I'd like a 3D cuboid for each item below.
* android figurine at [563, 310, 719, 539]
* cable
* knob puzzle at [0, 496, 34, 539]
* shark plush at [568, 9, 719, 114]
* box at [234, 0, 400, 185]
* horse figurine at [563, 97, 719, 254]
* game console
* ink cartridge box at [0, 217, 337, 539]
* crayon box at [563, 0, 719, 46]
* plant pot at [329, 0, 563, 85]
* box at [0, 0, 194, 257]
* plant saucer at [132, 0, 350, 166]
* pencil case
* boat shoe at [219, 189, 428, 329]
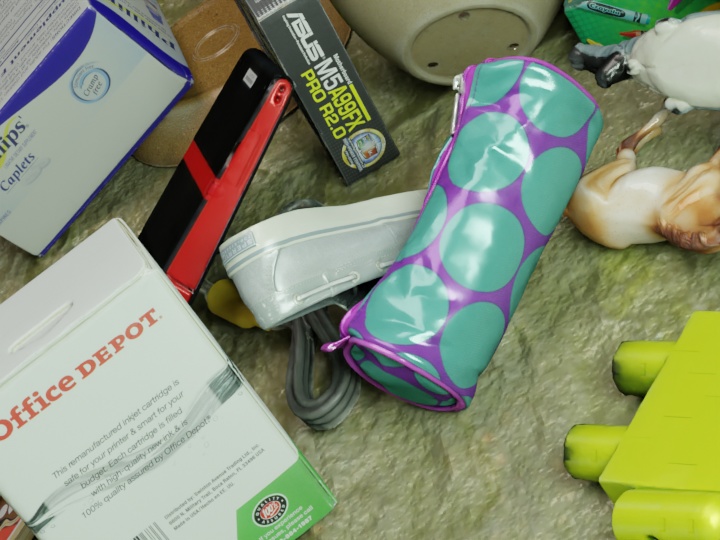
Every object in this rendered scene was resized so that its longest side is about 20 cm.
[{"bbox_3d":[0.200,0.073,1.257,0.199,0.041,0.182,1,46,46],"label":"android figurine"},{"bbox_3d":[-0.031,0.027,1.534,0.097,0.050,0.200,-38,43,-2],"label":"cable"},{"bbox_3d":[-0.230,0.123,1.515,0.219,0.030,0.221,-42,30,30],"label":"knob puzzle"},{"bbox_3d":[0.209,-0.114,1.442,0.199,0.092,0.083,-12,0,42],"label":"shark plush"},{"bbox_3d":[-0.053,-0.174,1.674,0.044,0.161,0.200,-30,42,-1],"label":"box"},{"bbox_3d":[0.177,-0.052,1.437,0.199,0.050,0.133,7,45,45],"label":"horse figurine"},{"bbox_3d":[-0.096,-0.056,1.609,0.178,0.031,0.200,-59,13,5],"label":"game console"},{"bbox_3d":[-0.130,0.093,1.384,0.146,0.201,0.083,-37,31,-4],"label":"ink cartridge box"},{"bbox_3d":[0.211,-0.227,1.625,0.118,0.058,0.201,-15,37,28],"label":"crayon box"},{"bbox_3d":[0.061,-0.204,1.638,0.199,0.200,0.135,-22,58,20],"label":"plant pot"},{"bbox_3d":[-0.236,-0.140,1.848,0.184,0.105,0.200,-48,29,12],"label":"box"},{"bbox_3d":[-0.100,-0.159,1.851,0.199,0.036,0.201,-24,33,17],"label":"plant saucer"},{"bbox_3d":[0.061,-0.022,1.418,0.201,0.092,0.085,-65,8,-13],"label":"pencil case"},{"bbox_3d":[0.000,0.000,1.473,0.200,0.072,0.070,-10,-14,-46],"label":"boat shoe"}]
